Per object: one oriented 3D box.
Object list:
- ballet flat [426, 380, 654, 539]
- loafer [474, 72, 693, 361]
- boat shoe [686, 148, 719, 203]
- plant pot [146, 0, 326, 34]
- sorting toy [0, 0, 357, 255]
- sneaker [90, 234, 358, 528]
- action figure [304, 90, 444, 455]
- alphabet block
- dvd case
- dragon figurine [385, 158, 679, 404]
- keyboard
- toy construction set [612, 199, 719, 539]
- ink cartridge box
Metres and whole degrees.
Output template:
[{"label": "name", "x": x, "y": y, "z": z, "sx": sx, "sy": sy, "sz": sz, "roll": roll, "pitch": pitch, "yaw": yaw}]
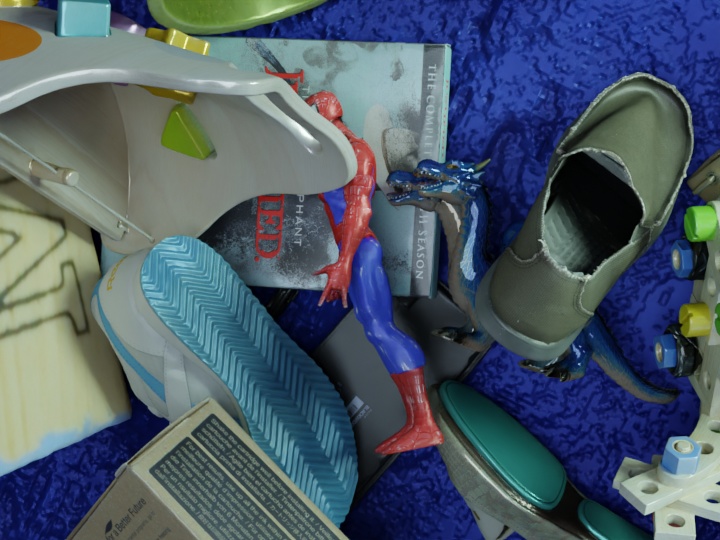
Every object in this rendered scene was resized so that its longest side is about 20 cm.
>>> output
[{"label": "ballet flat", "x": 0.103, "y": 0.145, "z": 1.050, "sx": 0.200, "sy": 0.067, "sz": 0.062, "roll": 39, "pitch": 115, "yaw": 4}, {"label": "loafer", "x": 0.129, "y": -0.037, "z": 0.962, "sx": 0.075, "sy": 0.200, "sz": 0.070, "roll": 33, "pitch": 142, "yaw": -1}, {"label": "boat shoe", "x": 0.250, "y": -0.110, "z": 0.979, "sx": 0.063, "sy": 0.073, "sz": 0.201, "roll": 32, "pitch": 111, "yaw": 2}, {"label": "plant pot", "x": -0.057, "y": -0.258, "z": 0.984, "sx": 0.200, "sy": 0.200, "sz": 0.190, "roll": -29, "pitch": 78, "yaw": 15}, {"label": "sorting toy", "x": -0.101, "y": -0.081, "z": 0.965, "sx": 0.180, "sy": 0.200, "sz": 0.107, "roll": 9, "pitch": 75, "yaw": 29}, {"label": "sneaker", "x": -0.075, "y": 0.071, "z": 1.061, "sx": 0.081, "sy": 0.077, "sz": 0.200, "roll": -17, "pitch": 110, "yaw": 50}, {"label": "action figure", "x": 0.000, "y": 0.000, "z": 1.013, "sx": 0.052, "sy": 0.065, "sz": 0.200, "roll": -11, "pitch": 87, "yaw": 0}, {"label": "alphabet block", "x": -0.271, "y": 0.018, "z": 1.036, "sx": 0.195, "sy": 0.196, "sz": 0.200, "roll": -9, "pitch": 96, "yaw": 24}, {"label": "dvd case", "x": -0.050, "y": -0.062, "z": 1.069, "sx": 0.200, "sy": 0.022, "sz": 0.146, "roll": 4, "pitch": 91, "yaw": 13}, {"label": "dragon figurine", "x": 0.102, "y": 0.005, "z": 1.016, "sx": 0.200, "sy": 0.059, "sz": 0.100, "roll": 20, "pitch": 90, "yaw": -6}, {"label": "keyboard", "x": -0.028, "y": 0.070, "z": 1.094, "sx": 0.127, "sy": 0.021, "sz": 0.200, "roll": 42, "pitch": 103, "yaw": 3}, {"label": "toy construction set", "x": 0.194, "y": 0.042, "z": 0.953, "sx": 0.092, "sy": 0.131, "sz": 0.200, "roll": 8, "pitch": 123, "yaw": -19}, {"label": "ink cartridge box", "x": -0.086, "y": 0.186, "z": 1.046, "sx": 0.165, "sy": 0.075, "sz": 0.200, "roll": 46, "pitch": 141, "yaw": 4}]
